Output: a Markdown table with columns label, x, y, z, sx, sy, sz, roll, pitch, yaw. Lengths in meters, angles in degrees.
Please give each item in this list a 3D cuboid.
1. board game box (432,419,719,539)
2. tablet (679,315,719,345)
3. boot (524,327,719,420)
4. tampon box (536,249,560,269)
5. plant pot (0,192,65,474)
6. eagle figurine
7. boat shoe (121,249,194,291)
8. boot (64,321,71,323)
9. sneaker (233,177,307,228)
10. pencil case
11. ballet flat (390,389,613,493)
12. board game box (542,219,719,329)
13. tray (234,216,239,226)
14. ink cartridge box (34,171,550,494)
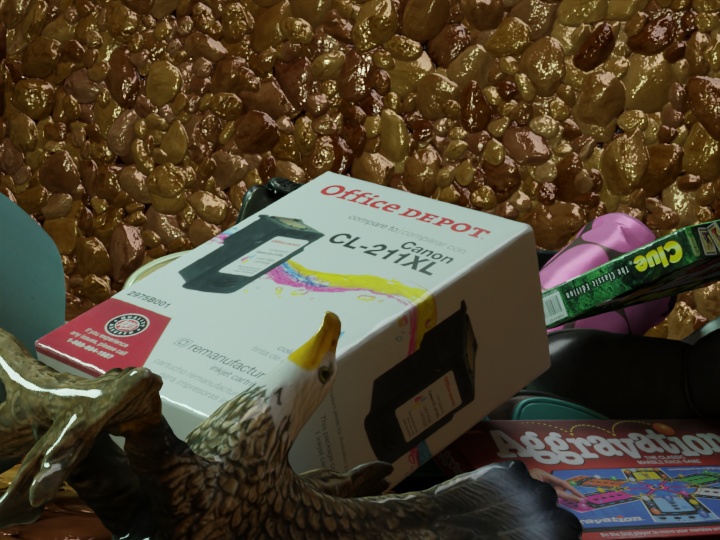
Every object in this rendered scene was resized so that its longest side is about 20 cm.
| label | x | y | z | sx | sy | sz | roll | pitch | yaw |
| --- | --- | --- | --- | --- | --- | --- | --- | --- | --- |
| board game box | 0.140 | 0.109 | 0.879 | 0.199 | 0.020 | 0.103 | 2 | 26 | -31 |
| tablet | 0.267 | 0.068 | 1.139 | 0.130 | 0.014 | 0.200 | -33 | -36 | 14 |
| boot | 0.198 | 0.042 | 0.936 | 0.180 | 0.073 | 0.200 | 1 | -15 | -23 |
| tampon box | 0.091 | 0.055 | 1.461 | 0.198 | 0.151 | 0.126 | 3 | 1 | -21 |
| plant pot | -0.245 | 0.030 | 0.897 | 0.160 | 0.202 | 0.200 | 12 | -4 | -27 |
| eagle figurine | -0.034 | 0.087 | 0.621 | 0.200 | 0.151 | 0.152 | 38 | 22 | -36 |
| boat shoe | -0.054 | 0.029 | 1.139 | 0.199 | 0.072 | 0.076 | 2 | 17 | -26 |
| boot | -0.114 | 0.047 | 1.019 | 0.198 | 0.068 | 0.131 | -2 | 11 | -22 |
| sneaker | 0.000 | 0.000 | 0.990 | 0.199 | 0.077 | 0.114 | 27 | 17 | 39 |
| pencil case | 0.106 | 0.050 | 1.061 | 0.200 | 0.091 | 0.094 | -38 | -17 | -31 |
| ballet flat | 0.064 | 0.094 | 0.931 | 0.199 | 0.069 | 0.068 | 15 | -14 | -27 |
| board game box | 0.190 | -0.006 | 0.989 | 0.104 | 0.024 | 0.199 | -25 | -8 | 38 |
| tray | 0.021 | 0.016 | 1.127 | 0.199 | 0.037 | 0.099 | 6 | 42 | -24 |
| ink cartridge box | -0.028 | 0.039 | 0.832 | 0.145 | 0.083 | 0.200 | 17 | 38 | 42 |
